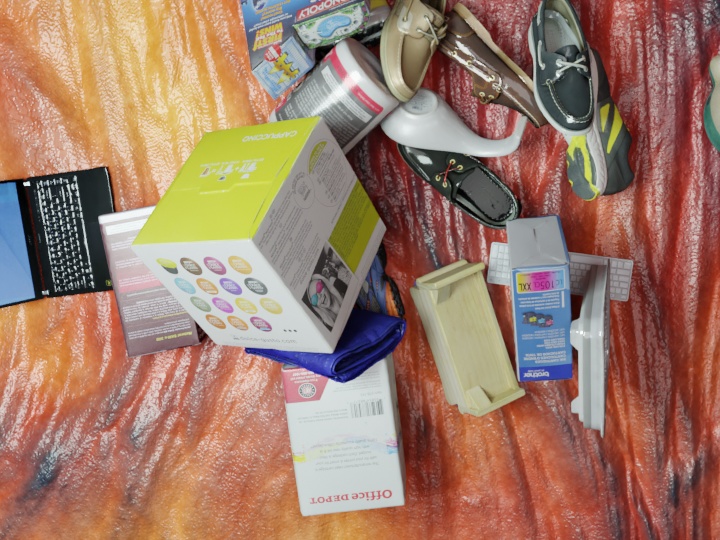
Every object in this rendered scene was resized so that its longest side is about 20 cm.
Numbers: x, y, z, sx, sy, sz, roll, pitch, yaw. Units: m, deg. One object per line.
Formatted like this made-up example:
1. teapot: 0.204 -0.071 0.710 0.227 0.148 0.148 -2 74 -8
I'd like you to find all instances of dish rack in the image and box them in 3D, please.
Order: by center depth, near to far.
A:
1. dish rack: 0.297 0.095 1.062 0.043 0.200 0.175 1 115 20

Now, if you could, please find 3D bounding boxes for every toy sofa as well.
1. toy sofa: 0.147 0.093 1.149 0.082 0.097 0.203 -21 96 -17

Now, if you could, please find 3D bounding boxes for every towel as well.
1. towel: -0.055 0.087 1.085 0.198 0.147 0.050 14 117 41

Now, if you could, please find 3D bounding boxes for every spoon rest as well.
1. spoon rest: 0.119 -0.192 1.100 0.197 0.061 0.100 16 58 15

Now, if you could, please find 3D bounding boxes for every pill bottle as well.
1. pill bottle: -0.051 -0.199 1.094 0.199 0.111 0.111 -40 93 23

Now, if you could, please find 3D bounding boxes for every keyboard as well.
1. keyboard: 0.277 0.001 1.152 0.196 0.011 0.057 8 98 4

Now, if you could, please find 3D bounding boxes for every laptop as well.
1. laptop: -0.452 -0.044 1.164 0.196 0.103 0.181 -6 98 6

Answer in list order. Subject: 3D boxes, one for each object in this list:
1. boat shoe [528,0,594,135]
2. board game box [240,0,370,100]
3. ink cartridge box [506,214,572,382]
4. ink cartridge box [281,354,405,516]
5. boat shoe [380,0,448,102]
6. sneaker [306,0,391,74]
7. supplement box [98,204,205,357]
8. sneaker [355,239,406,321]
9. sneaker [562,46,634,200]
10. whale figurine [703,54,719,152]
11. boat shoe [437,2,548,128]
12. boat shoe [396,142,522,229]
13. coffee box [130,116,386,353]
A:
1. boat shoe: 0.253 -0.262 1.039 0.074 0.061 0.203 -7 61 -9
2. board game box: -0.071 -0.323 1.036 0.197 0.062 0.203 -11 61 24
3. ink cartridge box: 0.233 0.049 1.079 0.075 0.137 0.203 -3 119 9
4. ink cartridge box: -0.018 0.210 1.138 0.142 0.145 0.204 -6 96 4
5. boat shoe: 0.074 -0.315 1.057 0.064 0.071 0.204 -5 71 42
6. sneaker: -0.053 -0.329 1.112 0.197 0.078 0.092 -18 81 6
7. supplement box: -0.293 0.011 1.175 0.107 0.061 0.204 -10 96 0
8. sneaker: 0.000 0.000 1.147 0.077 0.075 0.204 -17 94 10
9. sneaker: 0.314 -0.194 1.102 0.083 0.074 0.204 -2 88 -26
10. whale figurine: 0.517 -0.230 1.069 0.157 0.104 0.203 22 75 1
11. boat shoe: 0.170 -0.258 1.098 0.070 0.070 0.200 -43 84 3
12. boat shoe: 0.134 -0.129 1.122 0.200 0.063 0.074 38 102 1
13. coffee box: -0.117 -0.042 1.017 0.197 0.202 0.199 -1 139 35
